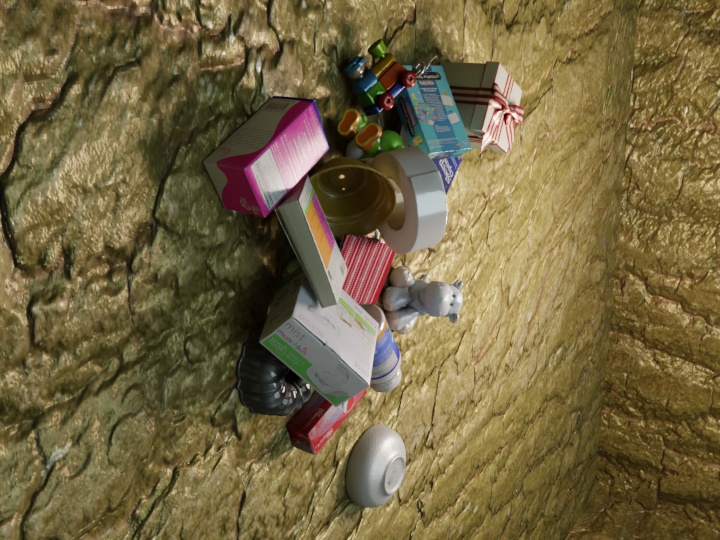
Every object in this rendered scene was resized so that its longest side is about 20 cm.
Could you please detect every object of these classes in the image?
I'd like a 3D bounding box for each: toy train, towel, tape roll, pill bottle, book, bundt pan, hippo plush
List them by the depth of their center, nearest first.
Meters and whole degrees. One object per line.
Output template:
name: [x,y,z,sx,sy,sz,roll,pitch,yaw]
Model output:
book: [-0.078,-0.055,1.280,0.134,0.047,0.203,-73,144,-61]
bundt pan: [-0.144,0.188,1.385,0.201,0.075,0.206,-23,118,-51]
tape roll: [0.090,-0.138,1.413,0.070,0.202,0.206,-14,115,-23]
toy train: [0.059,-0.417,1.451,0.200,0.084,0.116,-47,114,-17]
towel: [0.000,0.000,1.467,0.199,0.022,0.147,6,108,-57]
pill bottle: [0.028,0.178,1.596,0.113,0.110,0.202,-54,140,-29]
hippo plush: [0.159,0.086,1.713,0.199,0.159,0.163,16,87,-55]

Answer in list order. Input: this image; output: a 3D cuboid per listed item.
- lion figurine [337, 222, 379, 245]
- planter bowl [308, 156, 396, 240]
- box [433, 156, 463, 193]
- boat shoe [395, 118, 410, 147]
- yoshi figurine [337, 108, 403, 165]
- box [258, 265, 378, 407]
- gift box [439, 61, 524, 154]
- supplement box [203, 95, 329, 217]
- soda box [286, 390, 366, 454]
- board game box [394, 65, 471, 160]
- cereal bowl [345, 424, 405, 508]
lion figurine: [0.013,-0.091,1.543,0.124,0.071,0.201,65,34,-29]
planter bowl: [-0.033,-0.156,1.390,0.201,0.197,0.085,53,22,-48]
box: [0.171,-0.238,1.621,0.122,0.032,0.202,56,46,-35]
boat shoe: [0.087,-0.263,1.583,0.074,0.061,0.204,20,76,-47]
yoshi figurine: [0.031,-0.266,1.464,0.200,0.110,0.115,37,49,-70]
box: [-0.068,0.113,1.322,0.200,0.096,0.178,43,30,-21]
gift box: [0.281,-0.374,1.723,0.183,0.184,0.204,11,90,-55]
supplement box: [-0.155,-0.197,1.222,0.201,0.100,0.105,-50,138,-33]
soda box: [-0.069,0.293,1.536,0.200,0.062,0.071,-47,135,-38]
board game box: [0.150,-0.344,1.567,0.149,0.047,0.204,-13,82,-43]
cereal bowl: [0.053,0.485,1.756,0.199,0.082,0.204,-24,120,-51]
